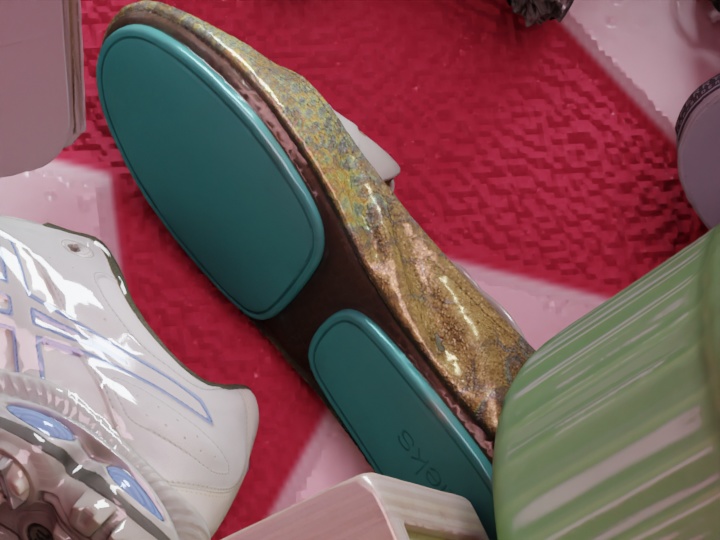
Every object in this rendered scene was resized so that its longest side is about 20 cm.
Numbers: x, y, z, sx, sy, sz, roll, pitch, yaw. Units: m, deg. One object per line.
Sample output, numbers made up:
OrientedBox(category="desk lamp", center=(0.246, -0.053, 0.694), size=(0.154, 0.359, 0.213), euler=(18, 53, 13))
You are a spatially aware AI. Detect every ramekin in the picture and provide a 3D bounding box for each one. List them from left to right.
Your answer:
OrientedBox(category="ramekin", center=(0.124, 0.080, 0.696), size=(0.200, 0.098, 0.201), euler=(38, 35, -34))

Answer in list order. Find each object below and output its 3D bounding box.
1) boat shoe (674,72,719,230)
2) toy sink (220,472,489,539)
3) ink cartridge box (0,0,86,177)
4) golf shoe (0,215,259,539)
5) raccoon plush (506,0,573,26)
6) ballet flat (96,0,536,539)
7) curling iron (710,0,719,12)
OrientedBox(category="boat shoe", center=(0.171, 0.015, 0.796), size=(0.200, 0.069, 0.057), euler=(52, 23, -6))
OrientedBox(category="toy sink", center=(0.014, 0.163, 0.649), size=(0.112, 0.130, 0.201), euler=(-26, 77, 9))
OrientedBox(category="ink cartridge box", center=(-0.175, -0.102, 0.694), size=(0.145, 0.088, 0.200), euler=(-17, 49, -19))
OrientedBox(category="golf shoe", center=(-0.117, 0.013, 0.732), size=(0.200, 0.078, 0.097), euler=(41, 46, 0))
OrientedBox(category="raccoon plush", center=(0.038, -0.169, 0.812), size=(0.134, 0.097, 0.200), euler=(30, 66, 3))
OrientedBox(category="ballet flat", center=(0.000, 0.000, 0.763), size=(0.071, 0.071, 0.200), euler=(-35, 82, -22))
OrientedBox(category="curling iron", center=(0.200, -0.063, 0.849), size=(0.199, 0.026, 0.050), euler=(26, 65, -4))
